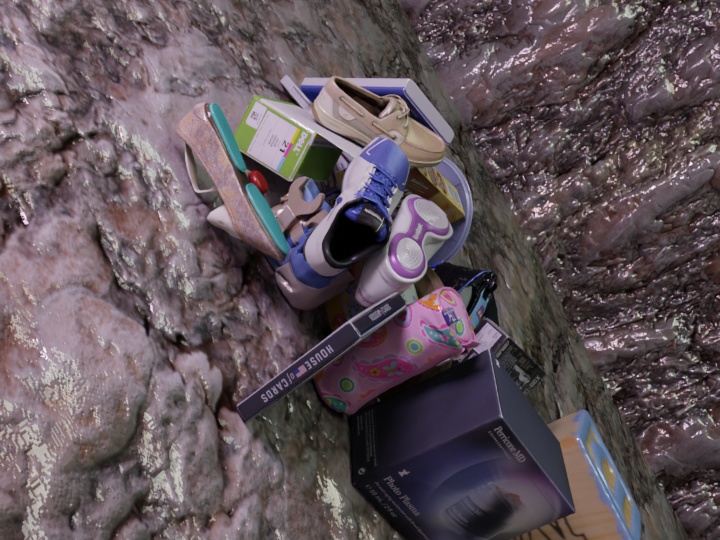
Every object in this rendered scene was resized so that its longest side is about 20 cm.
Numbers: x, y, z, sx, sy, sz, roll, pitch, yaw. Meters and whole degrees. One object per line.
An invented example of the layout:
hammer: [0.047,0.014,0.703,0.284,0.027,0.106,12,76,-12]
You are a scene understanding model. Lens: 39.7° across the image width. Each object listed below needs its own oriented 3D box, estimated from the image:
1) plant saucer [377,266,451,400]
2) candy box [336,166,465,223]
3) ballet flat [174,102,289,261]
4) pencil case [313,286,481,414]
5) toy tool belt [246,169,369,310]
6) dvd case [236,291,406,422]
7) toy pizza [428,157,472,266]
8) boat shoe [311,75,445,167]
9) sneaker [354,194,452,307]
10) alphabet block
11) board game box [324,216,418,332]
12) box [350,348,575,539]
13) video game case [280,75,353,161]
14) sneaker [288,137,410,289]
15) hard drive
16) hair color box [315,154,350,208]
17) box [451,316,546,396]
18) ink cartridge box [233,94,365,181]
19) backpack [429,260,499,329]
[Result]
plant saucer: [0.053,0.088,1.288,0.029,0.200,0.200,6,51,-30]
candy box: [0.064,-0.113,1.490,0.200,0.116,0.057,33,35,-58]
ballet flat: [-0.149,-0.090,1.127,0.200,0.067,0.068,64,11,3]
pencil case: [0.041,0.096,1.169,0.087,0.200,0.088,47,25,-30]
toy tool belt: [-0.064,-0.057,1.232,0.200,0.123,0.125,58,17,-13]
dvd case: [-0.034,0.086,1.049,0.025,0.150,0.200,54,16,4]
toy pizza: [0.096,-0.092,1.618,0.032,0.200,0.201,7,56,-57]
boat shoe: [0.035,-0.201,1.347,0.200,0.065,0.072,22,41,-18]
sneaker: [0.046,-0.026,1.205,0.075,0.100,0.200,44,35,-3]
alphabet block: [0.288,0.351,1.504,0.197,0.200,0.195,64,16,4]
board game box: [0.000,0.000,1.309,0.034,0.134,0.200,13,46,-37]
box: [0.122,0.231,1.202,0.200,0.198,0.123,51,20,-31]
video game case: [-0.052,-0.228,1.589,0.143,0.018,0.200,43,7,-34]
sneaker: [0.008,-0.065,1.138,0.081,0.115,0.200,41,67,-16]
hard drive: [0.023,-0.231,1.449,0.132,0.200,0.025,42,67,-44]
hair color box: [-0.020,-0.107,1.539,0.200,0.065,0.110,43,26,-51]
box: [0.153,0.178,1.375,0.050,0.200,0.158,41,2,38]
ink cartridge box: [-0.052,-0.149,1.329,0.200,0.076,0.148,33,13,12]
backpack: [0.106,0.105,1.435,0.200,0.134,0.183,-40,129,-33]
